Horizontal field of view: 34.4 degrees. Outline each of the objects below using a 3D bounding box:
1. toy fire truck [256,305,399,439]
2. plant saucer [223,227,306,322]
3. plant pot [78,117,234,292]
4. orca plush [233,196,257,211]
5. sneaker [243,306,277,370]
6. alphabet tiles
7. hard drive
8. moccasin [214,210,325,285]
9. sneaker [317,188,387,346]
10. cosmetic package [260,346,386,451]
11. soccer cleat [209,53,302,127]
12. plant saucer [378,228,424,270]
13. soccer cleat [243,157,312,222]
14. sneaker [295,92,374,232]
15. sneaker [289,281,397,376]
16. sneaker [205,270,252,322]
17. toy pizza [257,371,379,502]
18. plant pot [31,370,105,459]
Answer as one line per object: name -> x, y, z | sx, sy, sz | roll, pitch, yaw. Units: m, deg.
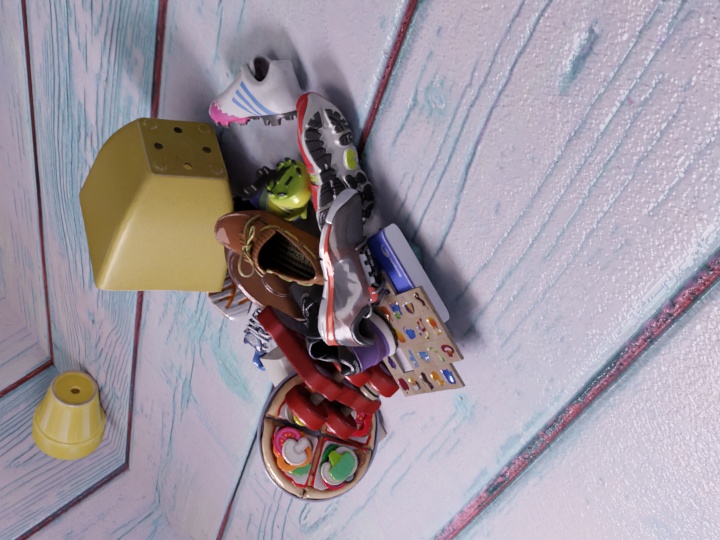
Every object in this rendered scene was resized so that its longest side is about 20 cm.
toy fire truck -> -0.049, 0.131, 1.619 | 0.168, 0.112, 0.200 | 52, -169, 31
plant saucer -> -0.110, 0.009, 1.631 | 0.198, 0.035, 0.201 | 19, 143, 15
plant pot -> -0.282, -0.108, 1.679 | 0.201, 0.193, 0.196 | -62, 37, 42
orca plush -> -0.150, -0.037, 1.700 | 0.200, 0.071, 0.106 | 45, 152, 23
sneaker -> -0.139, 0.089, 1.809 | 0.077, 0.085, 0.201 | 39, 149, 31
alphabet tiles -> 0.057, 0.077, 1.440 | 0.168, 0.008, 0.200 | 60, 155, -3
hard drive -> 0.028, 0.024, 1.469 | 0.133, 0.025, 0.200 | 59, 155, -2
moccasin -> -0.117, -0.026, 1.511 | 0.200, 0.077, 0.074 | 29, 114, 30
sneaker -> 0.000, 0.000, 1.398 | 0.081, 0.077, 0.202 | 12, 116, 23
cosmetic package -> -0.055, 0.192, 1.759 | 0.073, 0.103, 0.202 | -2, 119, 59
soccer cleat -> -0.133, -0.230, 1.476 | 0.199, 0.069, 0.087 | 9, 111, 55
plant saucer -> 0.062, 0.035, 1.471 | 0.070, 0.019, 0.202 | 35, 146, 40
soccer cleat -> -0.091, -0.100, 1.532 | 0.084, 0.065, 0.200 | 39, 169, -18
sneaker -> -0.036, -0.130, 1.420 | 0.085, 0.076, 0.202 | -122, 17, -50
sneaker -> -0.048, 0.066, 1.507 | 0.199, 0.087, 0.076 | 32, 146, 44
sneaker -> -0.215, 0.004, 1.843 | 0.078, 0.077, 0.201 | 82, 167, -54
toy pizza -> -0.056, 0.239, 1.697 | 0.032, 0.199, 0.202 | 0, 120, 63
plant pot -> -0.797, 0.386, 3.205 | 0.201, 0.200, 0.190 | 44, 136, 24
